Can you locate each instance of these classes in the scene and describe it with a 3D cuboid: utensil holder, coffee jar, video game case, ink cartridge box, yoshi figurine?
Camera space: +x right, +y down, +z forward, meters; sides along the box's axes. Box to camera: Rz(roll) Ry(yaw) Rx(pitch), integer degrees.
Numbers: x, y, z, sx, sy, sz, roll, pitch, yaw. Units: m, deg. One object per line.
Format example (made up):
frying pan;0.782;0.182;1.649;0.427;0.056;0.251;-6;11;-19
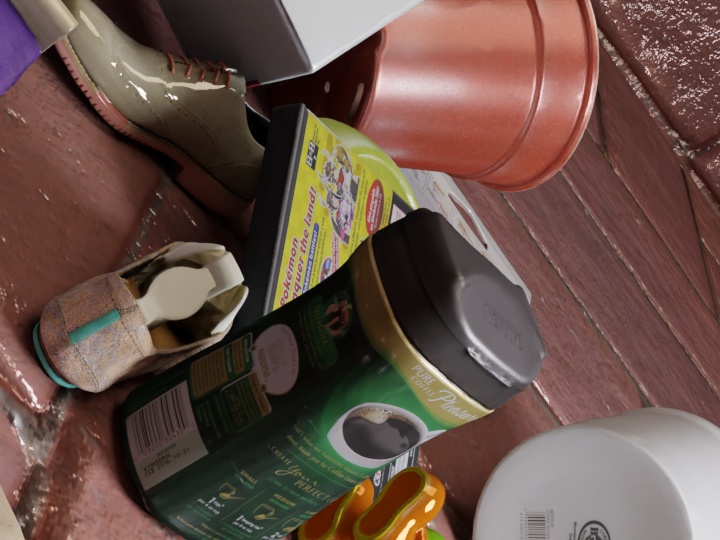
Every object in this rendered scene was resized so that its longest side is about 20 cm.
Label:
utensil holder;0.187;0.185;1.186;0.171;0.169;0.200;63;20;14
coffee jar;-0.013;0.055;0.816;0.104;0.199;0.086;38;26;-46
video game case;-0.012;0.032;1.001;0.181;0.025;0.202;40;52;-49
ink cartridge box;-0.023;-0.226;1.070;0.199;0.145;0.146;-35;106;-28
ink cartridge box;0.070;-0.008;1.383;0.201;0.044;0.177;54;19;-16
yoshi figurine;0.061;0.185;0.961;0.201;0.111;0.113;53;12;-25

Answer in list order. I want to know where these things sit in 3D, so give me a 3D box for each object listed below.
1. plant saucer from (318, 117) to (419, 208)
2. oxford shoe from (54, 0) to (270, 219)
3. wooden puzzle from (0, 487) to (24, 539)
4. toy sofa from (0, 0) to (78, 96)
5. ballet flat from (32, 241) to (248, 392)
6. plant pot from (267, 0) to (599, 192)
plant saucer;0.000;0.000;1.081;0.199;0.031;0.203;19;68;-58
oxford shoe;-0.112;-0.113;1.027;0.200;0.073;0.071;40;25;-43
wooden puzzle;-0.212;0.040;0.579;0.202;0.046;0.185;66;19;8
toy sofa;-0.192;-0.114;0.786;0.083;0.097;0.200;52;18;-15
ballet flat;-0.096;0.018;0.870;0.068;0.067;0.200;58;18;-2
plant pot;0.043;-0.160;1.279;0.194;0.201;0.202;-3;58;-36
